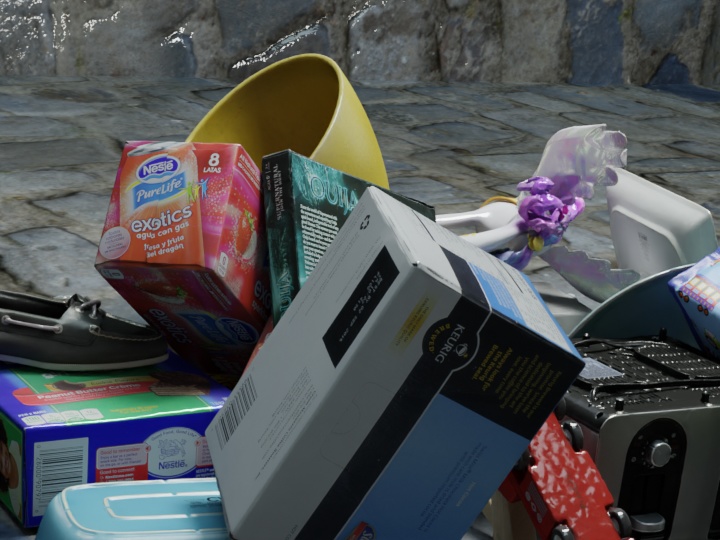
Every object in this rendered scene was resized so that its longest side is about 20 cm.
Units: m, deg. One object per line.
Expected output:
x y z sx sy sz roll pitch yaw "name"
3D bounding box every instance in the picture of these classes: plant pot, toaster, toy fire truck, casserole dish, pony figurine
-0.053 -0.065 1.626 0.142 0.200 0.200 46 -12 -32 "plant pot"
0.183 0.116 1.312 0.179 0.120 0.200 -2 15 -28 "toaster"
0.101 0.139 1.224 0.048 0.141 0.201 -14 59 -22 "toy fire truck"
-0.114 0.165 1.187 0.198 0.039 0.121 1 14 -19 "casserole dish"
0.143 -0.037 1.578 0.199 0.168 0.193 -22 21 -30 "pony figurine"

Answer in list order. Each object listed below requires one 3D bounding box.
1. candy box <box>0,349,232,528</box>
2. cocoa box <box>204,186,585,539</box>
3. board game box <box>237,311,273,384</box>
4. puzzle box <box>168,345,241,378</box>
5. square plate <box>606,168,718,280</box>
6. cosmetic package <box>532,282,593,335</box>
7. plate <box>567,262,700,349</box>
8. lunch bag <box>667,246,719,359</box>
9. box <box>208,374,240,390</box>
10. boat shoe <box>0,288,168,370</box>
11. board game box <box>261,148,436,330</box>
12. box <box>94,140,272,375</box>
-0.191 0.106 1.325 0.168 0.078 0.200 -3 14 -29 "candy box"
0.017 0.079 1.136 0.131 0.201 0.134 28 15 -22 "cocoa box"
-0.035 0.069 1.333 0.019 0.103 0.201 -13 30 25 "board game box"
-0.044 0.043 1.484 0.198 0.026 0.133 8 34 15 "puzzle box"
0.263 0.025 1.590 0.028 0.200 0.200 -19 18 -11 "square plate"
0.092 0.061 1.600 0.198 0.091 0.107 3 14 -20 "cosmetic package"
0.224 0.056 1.450 0.199 0.201 0.026 -3 47 -29 "plate"
0.322 0.086 1.377 0.094 0.201 0.150 -35 44 -16 "lunch bag"
-0.075 0.092 1.505 0.136 0.040 0.200 -3 15 -24 "box"
-0.234 0.034 1.320 0.198 0.058 0.067 4 11 -4 "boat shoe"
0.000 0.000 1.363 0.028 0.137 0.199 -14 -18 31 "board game box"
-0.103 -0.004 1.352 0.095 0.100 0.200 2 -24 19 "box"
